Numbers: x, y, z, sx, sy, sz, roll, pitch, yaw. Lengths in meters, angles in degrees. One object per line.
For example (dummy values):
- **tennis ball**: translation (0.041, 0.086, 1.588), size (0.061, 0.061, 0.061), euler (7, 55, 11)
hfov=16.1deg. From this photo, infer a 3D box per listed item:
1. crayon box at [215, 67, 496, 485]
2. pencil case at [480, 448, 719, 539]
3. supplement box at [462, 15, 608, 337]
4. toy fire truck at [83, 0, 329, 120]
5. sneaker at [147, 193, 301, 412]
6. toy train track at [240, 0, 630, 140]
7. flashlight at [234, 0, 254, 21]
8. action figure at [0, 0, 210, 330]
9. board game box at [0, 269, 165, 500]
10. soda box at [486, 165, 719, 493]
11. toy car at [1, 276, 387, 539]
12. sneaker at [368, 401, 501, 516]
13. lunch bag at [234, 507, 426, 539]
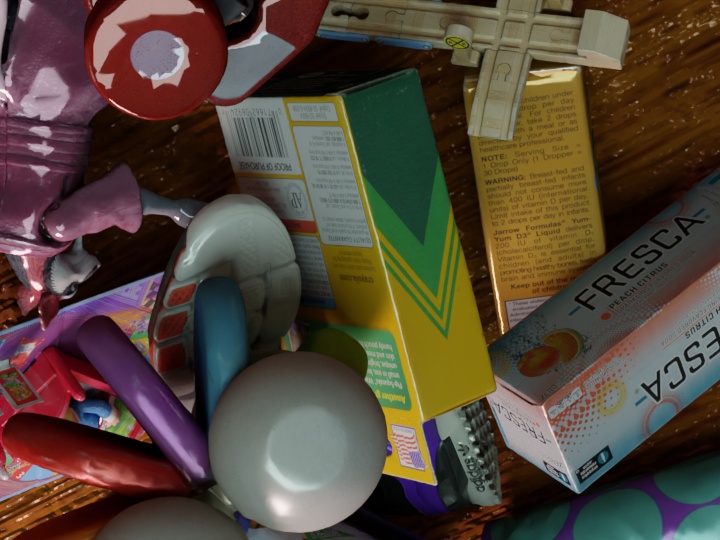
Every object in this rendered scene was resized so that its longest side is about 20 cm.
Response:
- **crayon box**: translation (0.000, 0.000, 1.282), size (0.052, 0.126, 0.200), euler (-21, 104, -30)
- **pencil case**: translation (0.171, 0.160, 1.448), size (0.200, 0.085, 0.093), euler (-17, 90, 12)
- **supplement box**: translation (0.097, -0.031, 1.345), size (0.069, 0.067, 0.200), euler (-9, 121, 7)
- **toy fire truck**: translation (-0.085, -0.178, 1.162), size (0.168, 0.112, 0.200), euler (-40, 114, 13)
- **sneaker**: translation (-0.084, 0.024, 1.318), size (0.077, 0.082, 0.200), euler (-9, 138, -20)
- **toy train track**: translation (0.034, -0.129, 1.273), size (0.200, 0.115, 0.033), euler (8, 159, 16)
- **flashlight**: translation (-0.121, -0.205, 1.249), size (0.200, 0.068, 0.068), euler (36, 82, -23)
- **action figure**: translation (-0.157, -0.069, 1.273), size (0.134, 0.149, 0.200), euler (5, 94, 27)
- **board game box**: translation (-0.159, 0.083, 1.366), size (0.200, 0.039, 0.158), euler (-21, 147, -29)
- **soda box**: translation (0.158, 0.023, 1.318), size (0.200, 0.064, 0.068), euler (-36, 127, -17)
- **toy car**: translation (-0.089, 0.089, 1.213), size (0.150, 0.175, 0.200), euler (42, 85, -5)
- **sneaker**: translation (0.006, 0.061, 1.402), size (0.099, 0.070, 0.200), euler (-14, 120, 12)
- **lunch bag**: translation (-0.029, 0.187, 1.416), size (0.170, 0.200, 0.124), euler (25, 88, -12)
